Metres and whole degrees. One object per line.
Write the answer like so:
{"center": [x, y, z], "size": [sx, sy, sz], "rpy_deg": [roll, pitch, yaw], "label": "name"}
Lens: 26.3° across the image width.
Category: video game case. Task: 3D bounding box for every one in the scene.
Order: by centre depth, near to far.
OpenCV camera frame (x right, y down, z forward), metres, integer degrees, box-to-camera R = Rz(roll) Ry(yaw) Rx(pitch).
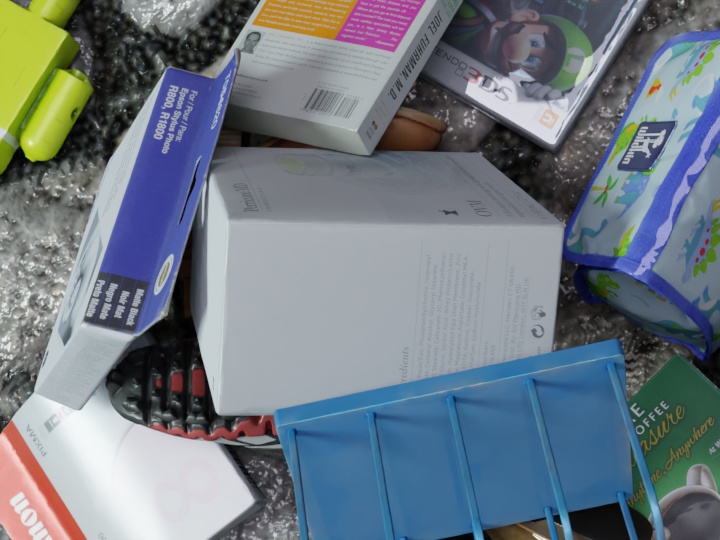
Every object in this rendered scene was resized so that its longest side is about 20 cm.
{"center": [0.116, -0.213, 1.115], "size": [0.181, 0.023, 0.201], "rpy_deg": [31, 86, 13], "label": "video game case"}

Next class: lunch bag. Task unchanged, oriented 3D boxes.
{"center": [0.213, -0.050, 0.978], "size": [0.127, 0.200, 0.171], "rpy_deg": [27, 85, 14], "label": "lunch bag"}

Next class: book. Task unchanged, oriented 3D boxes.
{"center": [-0.004, -0.175, 1.055], "size": [0.133, 0.048, 0.201], "rpy_deg": [15, 63, 34], "label": "book"}

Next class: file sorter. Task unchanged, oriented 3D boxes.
{"center": [0.066, 0.146, 0.872], "size": [0.199, 0.139, 0.123], "rpy_deg": [-12, 45, 2], "label": "file sorter"}

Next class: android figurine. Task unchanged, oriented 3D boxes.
{"center": [-0.294, -0.146, 1.158], "size": [0.181, 0.041, 0.201], "rpy_deg": [27, 84, 12], "label": "android figurine"}

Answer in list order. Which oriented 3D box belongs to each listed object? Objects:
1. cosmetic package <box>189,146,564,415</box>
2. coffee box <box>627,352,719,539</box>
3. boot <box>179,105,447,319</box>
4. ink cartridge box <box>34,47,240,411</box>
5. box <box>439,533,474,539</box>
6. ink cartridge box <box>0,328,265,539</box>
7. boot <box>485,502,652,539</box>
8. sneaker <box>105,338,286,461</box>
{"center": [0.000, 0.000, 0.962], "size": [0.199, 0.199, 0.124], "rpy_deg": [-1, 106, -11], "label": "cosmetic package"}
{"center": [0.234, 0.162, 0.989], "size": [0.123, 0.044, 0.200], "rpy_deg": [-46, 61, 1], "label": "coffee box"}
{"center": [-0.037, -0.040, 1.080], "size": [0.199, 0.077, 0.156], "rpy_deg": [-1, 81, 6], "label": "boot"}
{"center": [-0.149, -0.029, 1.011], "size": [0.040, 0.200, 0.201], "rpy_deg": [22, 61, -16], "label": "ink cartridge box"}
{"center": [0.031, 0.235, 0.964], "size": [0.159, 0.200, 0.046], "rpy_deg": [35, 124, 14], "label": "box"}
{"center": [-0.190, 0.156, 1.083], "size": [0.200, 0.057, 0.163], "rpy_deg": [-36, 77, -4], "label": "ink cartridge box"}
{"center": [0.095, 0.165, 1.012], "size": [0.199, 0.073, 0.076], "rpy_deg": [26, 122, 36], "label": "boot"}
{"center": [-0.070, 0.092, 1.043], "size": [0.199, 0.098, 0.071], "rpy_deg": [1, 63, -1], "label": "sneaker"}
